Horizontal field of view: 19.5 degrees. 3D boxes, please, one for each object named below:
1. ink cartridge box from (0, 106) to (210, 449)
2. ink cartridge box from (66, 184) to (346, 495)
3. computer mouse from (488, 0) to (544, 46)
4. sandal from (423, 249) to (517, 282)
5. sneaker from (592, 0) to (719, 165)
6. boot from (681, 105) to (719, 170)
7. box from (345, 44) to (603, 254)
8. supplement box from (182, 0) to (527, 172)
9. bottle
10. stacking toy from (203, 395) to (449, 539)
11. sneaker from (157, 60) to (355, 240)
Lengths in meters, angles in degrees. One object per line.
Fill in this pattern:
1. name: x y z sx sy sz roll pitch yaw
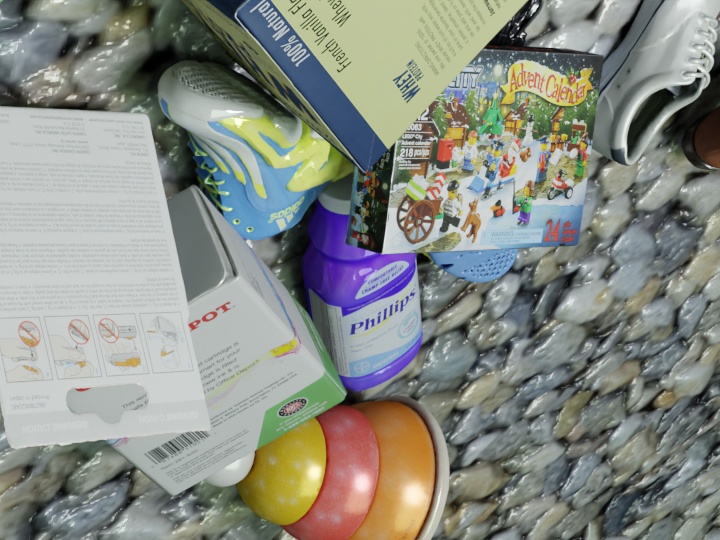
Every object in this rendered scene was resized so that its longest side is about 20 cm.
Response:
1. ink cartridge box: -0.174 0.005 1.216 0.050 0.201 0.161 -19 168 40
2. ink cartridge box: -0.117 0.050 1.381 0.144 0.084 0.200 -29 147 6
3. computer mouse: 0.038 -0.156 1.417 0.200 0.044 0.110 -3 122 -45
4. sandal: 0.083 -0.044 1.548 0.079 0.087 0.200 -45 149 -9
5. sneaker: 0.244 -0.168 1.619 0.073 0.071 0.200 17 111 -54
6. boot: 0.360 -0.150 1.685 0.188 0.069 0.200 -30 -175 -10
7. box: 0.080 -0.083 1.418 0.200 0.038 0.137 -4 105 -44
8. supplement box: -0.006 -0.205 1.235 0.200 0.134 0.200 -47 147 -3
9. bottle: 0.000 0.000 1.514 0.083 0.065 0.200 -32 144 -21
10. stacking toy: -0.045 0.148 1.589 0.200 0.146 0.146 19 110 -36
11. sneaker: -0.076 -0.066 1.351 0.200 0.076 0.105 15 113 -55
